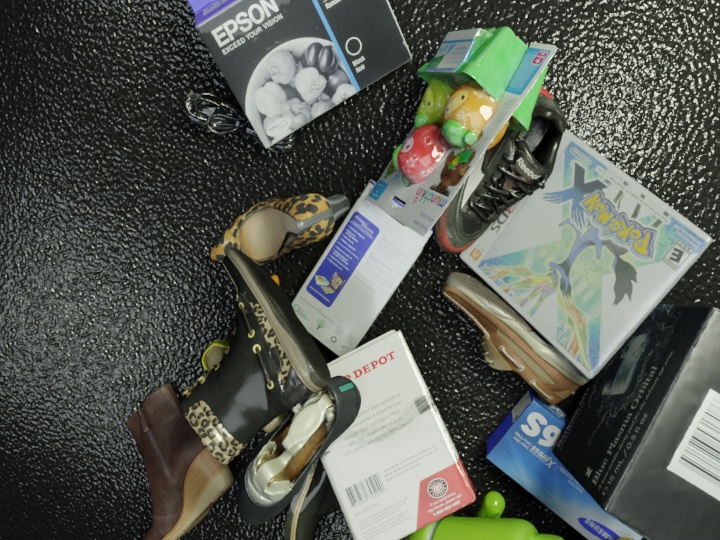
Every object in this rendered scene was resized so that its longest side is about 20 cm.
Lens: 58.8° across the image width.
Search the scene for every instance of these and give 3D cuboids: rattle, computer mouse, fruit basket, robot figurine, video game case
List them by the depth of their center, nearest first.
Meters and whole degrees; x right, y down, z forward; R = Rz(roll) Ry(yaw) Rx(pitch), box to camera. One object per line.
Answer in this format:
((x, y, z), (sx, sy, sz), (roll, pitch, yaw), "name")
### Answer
((0.082, -0.142, 0.633), (0.093, 0.185, 0.201), (39, 93, -24), "fruit basket")
((0.229, -0.023, 0.684), (0.200, 0.022, 0.184), (45, 110, 25), "video game case")
((0.127, 0.331, 0.691), (0.195, 0.176, 0.119), (-11, 110, 31), "robot figurine")
((-0.117, -0.252, 0.736), (0.134, 0.053, 0.205), (16, 112, -8), "computer mouse")
((-0.088, 0.134, 0.779), (0.142, 0.132, 0.199), (-40, 61, -17), "rattle")

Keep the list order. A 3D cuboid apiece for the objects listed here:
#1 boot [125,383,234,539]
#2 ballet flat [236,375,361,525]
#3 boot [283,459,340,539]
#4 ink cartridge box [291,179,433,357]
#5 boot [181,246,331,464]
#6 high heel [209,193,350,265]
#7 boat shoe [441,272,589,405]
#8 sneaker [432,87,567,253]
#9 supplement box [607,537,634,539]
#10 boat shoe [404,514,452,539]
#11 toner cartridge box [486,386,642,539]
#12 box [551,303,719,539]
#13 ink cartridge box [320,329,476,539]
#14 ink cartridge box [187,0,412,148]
((-0.274, 0.279, 0.891), (0.167, 0.072, 0.200), (48, 109, 12), "boot")
((-0.077, 0.193, 0.684), (0.073, 0.073, 0.201), (41, 96, 1), "ballet flat")
((-0.019, 0.294, 0.823), (0.134, 0.078, 0.206), (14, 106, 4), "boot")
((0.000, 0.000, 0.771), (0.098, 0.039, 0.202), (36, 108, 3), "ink cartridge box")
((-0.134, 0.088, 0.692), (0.150, 0.073, 0.201), (-42, 63, 7), "boot")
((-0.114, -0.041, 0.733), (0.195, 0.143, 0.073), (-20, 97, 16), "high heel")
((0.168, 0.081, 0.732), (0.198, 0.076, 0.073), (38, 109, 4), "boat shoe")
((0.146, -0.099, 0.674), (0.070, 0.098, 0.203), (29, 104, -22), "sneaker")
((0.231, 0.401, 0.732), (0.196, 0.131, 0.105), (-21, 103, 28), "supplement box")
((0.091, 0.352, 0.820), (0.071, 0.063, 0.207), (-9, 104, -12), "boat shoe")
((0.255, 0.242, 0.761), (0.198, 0.043, 0.096), (37, 109, 3), "toner cartridge box")
((0.302, 0.148, 0.627), (0.115, 0.200, 0.200), (29, 90, 5), "box")
((0.027, 0.194, 0.743), (0.144, 0.083, 0.205), (-25, 79, 3), "ink cartridge box")
((-0.069, -0.269, 0.678), (0.194, 0.044, 0.203), (-29, 114, 6), "ink cartridge box")
